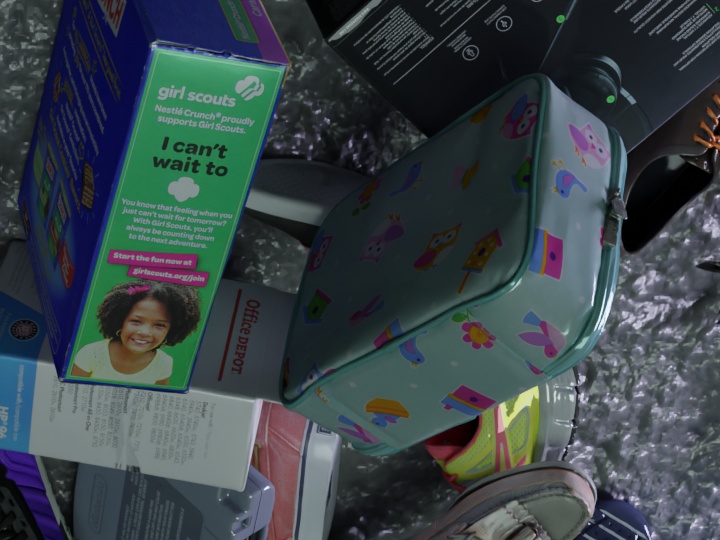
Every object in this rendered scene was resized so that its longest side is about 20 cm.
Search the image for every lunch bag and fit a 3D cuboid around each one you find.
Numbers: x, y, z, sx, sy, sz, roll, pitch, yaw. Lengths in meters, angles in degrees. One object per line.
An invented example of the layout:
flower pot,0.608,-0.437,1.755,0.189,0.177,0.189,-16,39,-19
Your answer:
lunch bag,0.051,-0.004,1.092,0.077,0.161,0.200,36,136,-26

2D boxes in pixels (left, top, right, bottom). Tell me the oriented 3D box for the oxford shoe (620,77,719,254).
oxford shoe,0.204,-0.093,1.232,0.071,0.073,0.200,22,116,-27

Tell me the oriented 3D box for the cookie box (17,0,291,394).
cookie box,-0.113,-0.068,1.102,0.075,0.171,0.201,5,124,-22

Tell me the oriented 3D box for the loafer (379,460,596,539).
loafer,0.059,0.187,1.323,0.199,0.063,0.072,-28,115,22

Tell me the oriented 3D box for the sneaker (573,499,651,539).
sneaker,0.122,0.237,1.453,0.074,0.082,0.200,36,93,-4

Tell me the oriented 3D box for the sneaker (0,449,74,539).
sneaker,-0.214,0.151,1.262,0.069,0.100,0.201,-24,115,3

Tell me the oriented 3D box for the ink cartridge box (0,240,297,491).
ink cartridge box,-0.111,0.056,1.192,0.199,0.116,0.068,10,122,-1

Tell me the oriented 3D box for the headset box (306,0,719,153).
headset box,0.095,-0.143,1.154,0.174,0.093,0.200,-41,125,14

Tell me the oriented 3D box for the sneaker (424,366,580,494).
sneaker,0.083,0.123,1.361,0.090,0.078,0.201,1,119,-6

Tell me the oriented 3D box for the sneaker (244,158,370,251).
sneaker,0.000,0.000,1.243,0.199,0.071,0.099,13,116,-28

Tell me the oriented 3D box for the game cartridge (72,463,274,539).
game cartridge,-0.119,0.160,1.288,0.040,0.133,0.201,-33,149,-40

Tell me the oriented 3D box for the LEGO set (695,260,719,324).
LEGO set,0.308,-0.031,1.307,0.199,0.116,0.155,9,93,-25

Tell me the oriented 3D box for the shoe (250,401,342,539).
shoe,-0.063,0.142,1.335,0.091,0.072,0.201,12,136,4
